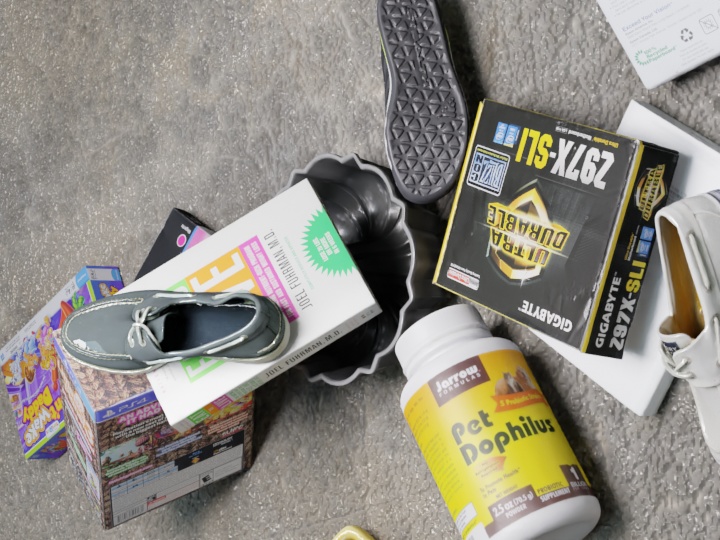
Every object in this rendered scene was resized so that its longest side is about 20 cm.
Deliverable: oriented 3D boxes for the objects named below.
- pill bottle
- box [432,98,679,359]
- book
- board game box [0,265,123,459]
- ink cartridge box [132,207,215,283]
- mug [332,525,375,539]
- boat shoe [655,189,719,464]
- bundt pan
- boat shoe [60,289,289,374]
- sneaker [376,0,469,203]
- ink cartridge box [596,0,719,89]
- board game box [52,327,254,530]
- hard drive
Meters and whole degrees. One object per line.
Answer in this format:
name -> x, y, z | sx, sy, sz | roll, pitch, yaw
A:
pill bottle -> 0.102, 0.131, 1.217 | 0.109, 0.109, 0.201 | -45, 59, 34
box -> 0.146, -0.037, 1.189 | 0.200, 0.049, 0.161 | 27, 102, 56
book -> -0.096, 0.031, 1.299 | 0.199, 0.048, 0.134 | -32, 63, 3
board game box -> -0.318, 0.103, 1.686 | 0.200, 0.045, 0.135 | -39, 62, 37
ink cartridge box -> -0.200, 0.046, 1.545 | 0.094, 0.037, 0.201 | 34, 99, 40
mug -> -0.052, 0.333, 1.346 | 0.153, 0.149, 0.187 | 46, 126, 27
boat shoe -> 0.240, 0.047, 1.078 | 0.071, 0.069, 0.202 | -157, 57, -65
bundt pan -> 0.000, 0.000, 1.347 | 0.201, 0.075, 0.204 | -3, 85, 45
boat shoe -> -0.159, 0.042, 1.253 | 0.198, 0.062, 0.074 | -1, 70, 14
sneaker -> 0.054, -0.150, 1.308 | 0.071, 0.083, 0.202 | -4, 76, 2
ink cartridge box -> 0.238, -0.256, 1.084 | 0.196, 0.043, 0.201 | -25, 99, 42
board game box -> -0.189, 0.123, 1.422 | 0.097, 0.158, 0.201 | 54, 153, 32
hard drive -> 0.215, -0.010, 1.166 | 0.132, 0.026, 0.201 | 39, 116, 39
